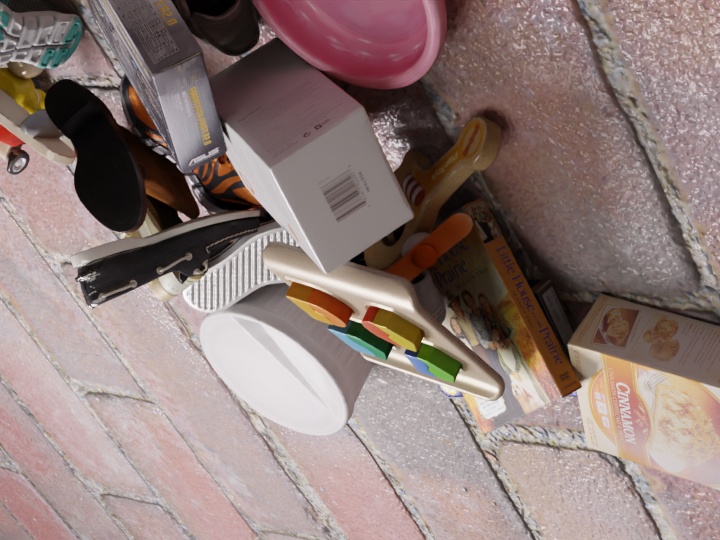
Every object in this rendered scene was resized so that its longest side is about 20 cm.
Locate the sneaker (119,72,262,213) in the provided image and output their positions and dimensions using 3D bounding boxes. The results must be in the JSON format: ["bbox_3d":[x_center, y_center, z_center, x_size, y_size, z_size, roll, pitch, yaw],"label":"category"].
[{"bbox_3d":[-0.148,-0.138,1.534,0.112,0.078,0.200,-2,142,41],"label":"sneaker"}]

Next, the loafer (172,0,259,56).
[{"bbox_3d":[-0.133,-0.239,1.329,0.070,0.070,0.200,51,-178,28],"label":"loafer"}]

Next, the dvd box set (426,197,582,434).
[{"bbox_3d":[0.118,0.047,1.456,0.146,0.029,0.201,-35,80,56],"label":"dvd box set"}]

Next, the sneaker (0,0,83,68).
[{"bbox_3d":[-0.375,-0.251,1.524,0.091,0.200,0.078,37,108,25],"label":"sneaker"}]

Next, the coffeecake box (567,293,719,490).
[{"bbox_3d":[0.303,0.120,1.399,0.199,0.073,0.154,16,142,31],"label":"coffeecake box"}]

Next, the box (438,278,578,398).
[{"bbox_3d":[0.135,0.071,1.526,0.200,0.032,0.121,-6,116,49],"label":"box"}]

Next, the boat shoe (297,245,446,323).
[{"bbox_3d":[0.000,0.000,1.491,0.200,0.072,0.069,32,146,45],"label":"boat shoe"}]

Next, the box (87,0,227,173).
[{"bbox_3d":[-0.189,-0.207,1.331,0.200,0.048,0.159,57,168,25],"label":"box"}]

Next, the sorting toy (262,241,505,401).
[{"bbox_3d":[0.019,0.053,1.400,0.185,0.037,0.200,16,159,40],"label":"sorting toy"}]

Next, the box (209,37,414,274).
[{"bbox_3d":[-0.054,-0.107,1.363,0.200,0.097,0.125,45,166,53],"label":"box"}]

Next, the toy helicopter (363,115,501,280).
[{"bbox_3d":[0.061,-0.063,1.371,0.079,0.133,0.200,19,139,-27],"label":"toy helicopter"}]

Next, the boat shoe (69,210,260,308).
[{"bbox_3d":[-0.190,-0.015,1.537,0.074,0.199,0.061,-12,95,67],"label":"boat shoe"}]

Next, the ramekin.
[{"bbox_3d":[-0.075,0.086,1.722,0.202,0.094,0.203,27,148,19],"label":"ramekin"}]

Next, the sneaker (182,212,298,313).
[{"bbox_3d":[-0.103,-0.026,1.631,0.199,0.080,0.079,-21,123,27],"label":"sneaker"}]

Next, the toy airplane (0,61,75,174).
[{"bbox_3d":[-0.396,-0.195,1.637,0.200,0.141,0.199,36,-176,-24],"label":"toy airplane"}]

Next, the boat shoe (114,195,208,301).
[{"bbox_3d":[-0.235,-0.054,1.642,0.074,0.066,0.200,18,-145,-50],"label":"boat shoe"}]

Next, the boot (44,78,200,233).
[{"bbox_3d":[-0.226,-0.086,1.548,0.188,0.068,0.200,51,-174,29],"label":"boot"}]

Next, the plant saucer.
[{"bbox_3d":[-0.010,-0.243,1.264,0.200,0.051,0.201,26,146,19],"label":"plant saucer"}]
